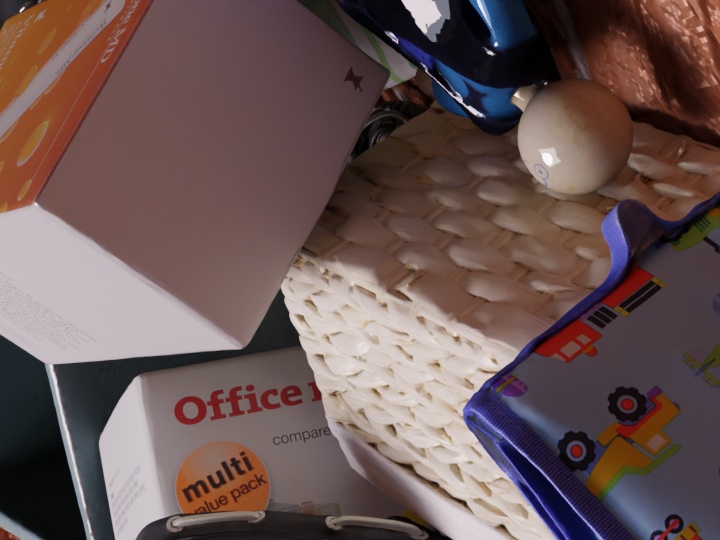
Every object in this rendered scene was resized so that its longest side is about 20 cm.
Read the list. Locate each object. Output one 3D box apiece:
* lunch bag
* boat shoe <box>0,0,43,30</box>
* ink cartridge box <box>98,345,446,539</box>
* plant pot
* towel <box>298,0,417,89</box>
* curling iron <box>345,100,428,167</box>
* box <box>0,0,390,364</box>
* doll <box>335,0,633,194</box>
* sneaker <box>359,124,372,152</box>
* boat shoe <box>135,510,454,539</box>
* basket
[{"bbox_3d":[0.139,0.057,0.613,0.200,0.150,0.094,50,164,10],"label":"lunch bag"},{"bbox_3d":[-0.120,-0.115,0.942,0.199,0.066,0.075,5,131,42],"label":"boat shoe"},{"bbox_3d":[-0.023,0.140,0.911,0.145,0.145,0.201,130,129,-69],"label":"ink cartridge box"},{"bbox_3d":[-0.113,0.019,1.092,0.196,0.200,0.197,14,119,56],"label":"plant pot"},{"bbox_3d":[-0.011,-0.145,0.836,0.153,0.023,0.200,54,164,-8],"label":"towel"},{"bbox_3d":[0.043,-0.003,0.968,0.049,0.026,0.200,-6,133,27],"label":"curling iron"},{"bbox_3d":[-0.097,-0.041,0.819,0.097,0.125,0.200,35,160,-23],"label":"box"},{"bbox_3d":[0.019,-0.097,0.732,0.200,0.048,0.137,41,165,20],"label":"doll"},{"bbox_3d":[0.000,0.000,1.019,0.093,0.070,0.200,20,147,52],"label":"sneaker"},{"bbox_3d":[0.009,0.123,0.806,0.060,0.199,0.076,-100,22,-46],"label":"boat shoe"},{"bbox_3d":[0.069,0.021,0.767,0.200,0.135,0.124,25,146,56],"label":"basket"}]
